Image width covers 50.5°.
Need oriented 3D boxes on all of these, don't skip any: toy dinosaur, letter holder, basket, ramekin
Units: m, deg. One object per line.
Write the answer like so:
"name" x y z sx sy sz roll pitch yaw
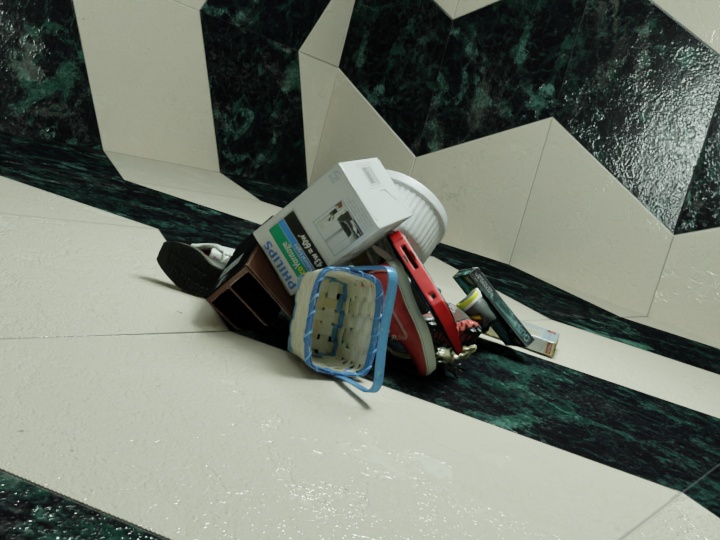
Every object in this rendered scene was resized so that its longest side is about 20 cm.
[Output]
"toy dinosaur" 0.132 0.155 1.373 0.195 0.049 0.088 8 8 -22
"letter holder" -0.158 0.024 1.314 0.142 0.100 0.201 47 23 -16
"basket" -0.019 0.075 1.150 0.136 0.181 0.198 11 0 -32
"ramekin" 0.060 -0.083 1.464 0.196 0.106 0.202 24 -28 13

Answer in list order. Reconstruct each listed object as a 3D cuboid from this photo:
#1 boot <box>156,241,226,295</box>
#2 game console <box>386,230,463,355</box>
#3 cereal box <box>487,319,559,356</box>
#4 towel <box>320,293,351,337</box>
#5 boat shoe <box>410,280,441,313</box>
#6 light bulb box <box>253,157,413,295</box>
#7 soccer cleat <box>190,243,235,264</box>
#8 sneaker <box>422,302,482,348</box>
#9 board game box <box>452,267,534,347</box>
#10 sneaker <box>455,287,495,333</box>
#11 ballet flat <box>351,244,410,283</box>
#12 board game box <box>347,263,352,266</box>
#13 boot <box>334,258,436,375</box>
"boot" -0.276 0.009 1.443 0.197 0.079 0.138 31 6 3
"game console" 0.112 0.039 1.325 0.202 0.031 0.178 61 -2 30
"cereal box" 0.377 0.146 1.836 0.196 0.040 0.143 20 10 17
"towel" -0.015 0.086 1.372 0.144 0.030 0.199 29 23 13
"boat shoe" 0.131 0.052 1.606 0.070 0.071 0.201 49 -15 12
"light bulb box" -0.042 -0.078 1.298 0.126 0.198 0.198 56 22 3
"soccer cleat" -0.256 -0.009 1.522 0.195 0.072 0.086 11 -14 14
"sneaker" 0.160 0.108 1.537 0.198 0.072 0.098 8 31 -49
"board game box" 0.287 0.081 1.669 0.201 0.028 0.135 51 -9 -3
"sneaker" 0.239 0.110 1.661 0.085 0.074 0.200 52 -10 13
"ballet flat" 0.053 0.019 1.406 0.201 0.071 0.070 51 18 10
"board game box" 0.000 0.000 1.507 0.133 0.030 0.199 32 23 22
"boot" 0.035 0.099 1.279 0.142 0.204 0.072 -22 -6 -16
